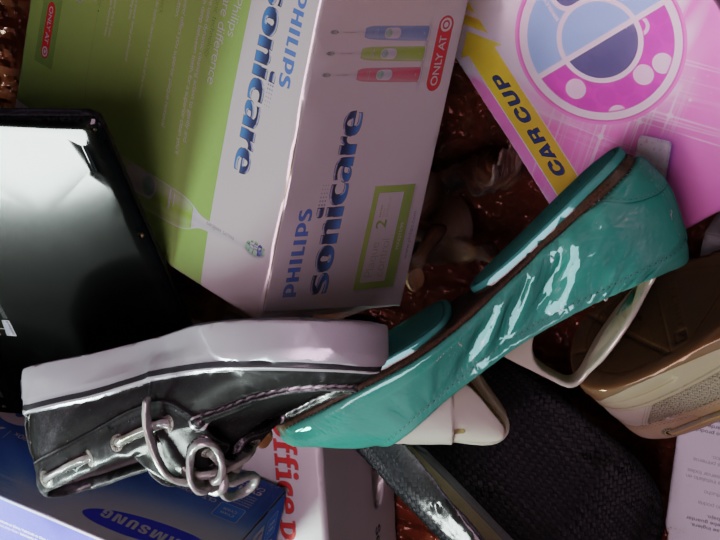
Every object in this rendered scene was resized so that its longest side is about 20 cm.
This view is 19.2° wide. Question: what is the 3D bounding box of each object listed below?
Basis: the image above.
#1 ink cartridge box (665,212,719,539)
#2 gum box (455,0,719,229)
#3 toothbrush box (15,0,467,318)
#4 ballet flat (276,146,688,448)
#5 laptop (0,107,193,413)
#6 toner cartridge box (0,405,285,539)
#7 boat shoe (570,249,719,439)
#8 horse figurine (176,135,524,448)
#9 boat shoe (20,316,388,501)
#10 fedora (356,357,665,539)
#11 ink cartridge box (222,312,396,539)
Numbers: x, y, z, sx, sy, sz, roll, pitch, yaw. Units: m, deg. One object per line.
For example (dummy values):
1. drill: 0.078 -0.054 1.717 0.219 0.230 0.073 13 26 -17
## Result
1. ink cartridge box: 0.242 0.085 0.968 0.196 0.043 0.201 13 119 19
2. gum box: 0.103 -0.114 0.924 0.113 0.066 0.200 -30 98 29
3. toothbrush box: -0.061 -0.084 0.938 0.200 0.086 0.146 30 116 44
4. ballet flat: 0.057 0.032 0.902 0.200 0.067 0.070 -38 94 10
5. laptop: -0.154 -0.036 0.987 0.199 0.116 0.188 3 135 25
6. toner cartridge box: -0.145 0.105 1.012 0.200 0.095 0.043 20 118 14
7. boat shoe: 0.189 0.018 0.903 0.200 0.072 0.065 -26 131 23
8. horse figurine: 0.000 0.000 0.997 0.200 0.133 0.050 -36 115 11
9. boat shoe: -0.068 0.062 0.886 0.199 0.074 0.068 -12 77 35
10. fedora: 0.083 0.108 0.998 0.092 0.201 0.201 -43 92 -2
11. ink cartridge box: -0.090 0.097 1.090 0.199 0.084 0.145 5 114 21
